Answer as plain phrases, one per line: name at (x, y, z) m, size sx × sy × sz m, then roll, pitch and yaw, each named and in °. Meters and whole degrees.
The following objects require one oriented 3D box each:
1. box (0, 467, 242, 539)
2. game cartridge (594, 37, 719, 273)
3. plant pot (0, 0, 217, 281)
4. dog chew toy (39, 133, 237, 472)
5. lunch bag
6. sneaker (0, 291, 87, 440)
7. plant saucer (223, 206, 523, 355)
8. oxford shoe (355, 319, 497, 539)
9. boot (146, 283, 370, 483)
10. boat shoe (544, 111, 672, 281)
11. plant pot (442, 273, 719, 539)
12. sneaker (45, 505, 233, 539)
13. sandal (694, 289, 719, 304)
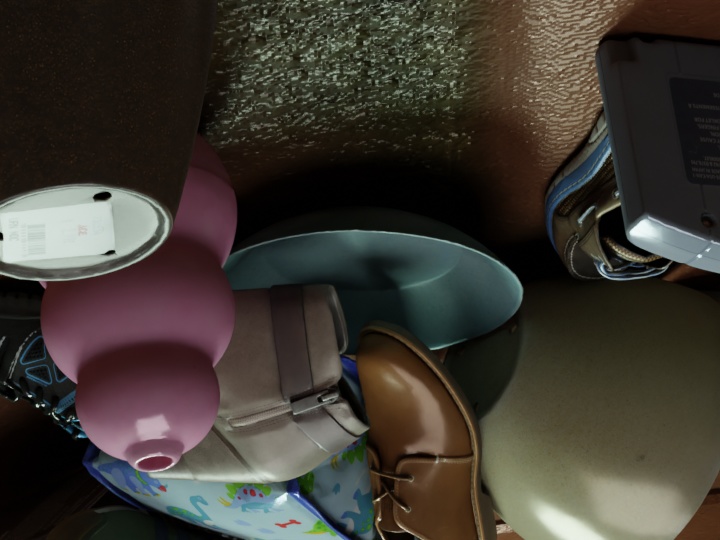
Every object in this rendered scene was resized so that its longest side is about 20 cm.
box at (-0.192, 0.242, 1.884) m, size 0.200 × 0.166 × 0.164 m, roll -26°, pitch -170°, yaw 33°
game cartridge at (0.230, -0.060, 1.507) m, size 0.199 × 0.133 × 0.041 m, roll 4°, pitch 151°, yaw -25°
plant pot at (-0.143, -0.104, 1.216) m, size 0.186 × 0.201 × 0.187 m, roll -7°, pitch 155°, yaw -3°
dog chew toy at (-0.124, 0.014, 1.463) m, size 0.124 × 0.201 × 0.125 m, roll -7°, pitch 155°, yaw -3°
lunch bag at (-0.053, 0.126, 1.752) m, size 0.170 × 0.128 × 0.200 m, roll 6°, pitch 155°, yaw 31°
sneaker at (-0.193, 0.060, 1.658) m, size 0.199 × 0.082 × 0.073 m, roll -1°, pitch 160°, yaw 8°
plant saucer at (0.000, 0.000, 1.645) m, size 0.200 × 0.039 × 0.201 m, roll 0°, pitch 156°, yaw 0°
oxford shoe at (0.033, 0.122, 1.664) m, size 0.071 × 0.071 × 0.200 m, roll 8°, pitch 129°, yaw 38°
boot at (-0.084, 0.037, 1.584) m, size 0.146 × 0.070 × 0.200 m, roll -17°, pitch 110°, yaw 13°
boat shoe at (0.157, -0.034, 1.605) m, size 0.072 × 0.073 × 0.200 m, roll -4°, pitch 154°, yaw -9°
plant pot at (0.129, 0.082, 1.720) m, size 0.134 × 0.201 × 0.200 m, roll 24°, pitch 142°, yaw -26°
sneaker at (-0.112, 0.198, 1.736) m, size 0.090 × 0.067 × 0.200 m, roll 11°, pitch 176°, yaw 36°
sandal at (0.300, 0.027, 1.811) m, size 0.199 × 0.055 × 0.082 m, roll 3°, pitch 149°, yaw 7°
